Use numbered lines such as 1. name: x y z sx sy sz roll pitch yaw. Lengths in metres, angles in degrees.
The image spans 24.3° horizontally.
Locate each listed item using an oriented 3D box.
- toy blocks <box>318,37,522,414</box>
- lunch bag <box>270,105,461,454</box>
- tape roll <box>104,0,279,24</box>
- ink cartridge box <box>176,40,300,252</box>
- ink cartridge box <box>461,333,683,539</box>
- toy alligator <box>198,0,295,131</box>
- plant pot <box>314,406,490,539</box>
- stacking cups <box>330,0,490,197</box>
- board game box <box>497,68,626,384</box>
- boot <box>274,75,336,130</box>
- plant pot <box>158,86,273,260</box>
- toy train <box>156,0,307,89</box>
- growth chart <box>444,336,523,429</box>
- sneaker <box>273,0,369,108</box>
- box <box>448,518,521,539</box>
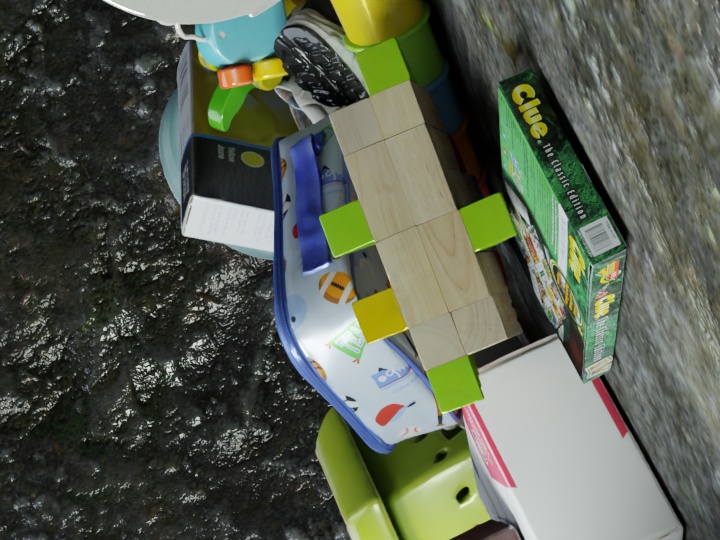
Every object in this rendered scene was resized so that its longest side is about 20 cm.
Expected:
1. toy blocks: 0.044 -0.025 0.979 0.137 0.099 0.202 -4 -108 -78
2. lunch bag: 0.000 0.000 1.052 0.160 0.075 0.201 47 -153 -41
3. tape roll: -0.094 -0.237 0.923 0.037 0.201 0.204 -123 9 -65
4. ink cartridge box: -0.037 -0.083 1.249 0.199 0.198 0.047 -100 24 -50
5. ink cartridge box: 0.133 0.152 1.056 0.201 0.084 0.146 74 171 -61
6. toy alligator: -0.067 -0.196 1.184 0.059 0.202 0.054 20 -167 28
7. plant pot: 0.078 0.183 1.324 0.200 0.180 0.200 -120 6 -67
8. stacking cups: 0.041 -0.105 1.042 0.201 0.060 0.061 62 179 -30
9. board game box: 0.104 -0.016 0.875 0.200 0.023 0.106 74 174 -70
10. boot: -0.023 -0.159 1.213 0.074 0.095 0.201 74 171 -68
11. plant pot: -0.058 -0.128 1.421 0.202 0.199 0.134 65 149 14
12. toy train: -0.074 -0.216 1.098 0.150 0.201 0.055 43 155 -30
13. growth chart: 0.067 0.044 1.204 0.144 0.018 0.201 11 -144 -36
14. sneaker: 0.024 -0.117 1.114 0.073 0.080 0.200 9 149 40
15. box: 0.015 0.227 1.017 0.075 0.199 0.100 62 176 5
